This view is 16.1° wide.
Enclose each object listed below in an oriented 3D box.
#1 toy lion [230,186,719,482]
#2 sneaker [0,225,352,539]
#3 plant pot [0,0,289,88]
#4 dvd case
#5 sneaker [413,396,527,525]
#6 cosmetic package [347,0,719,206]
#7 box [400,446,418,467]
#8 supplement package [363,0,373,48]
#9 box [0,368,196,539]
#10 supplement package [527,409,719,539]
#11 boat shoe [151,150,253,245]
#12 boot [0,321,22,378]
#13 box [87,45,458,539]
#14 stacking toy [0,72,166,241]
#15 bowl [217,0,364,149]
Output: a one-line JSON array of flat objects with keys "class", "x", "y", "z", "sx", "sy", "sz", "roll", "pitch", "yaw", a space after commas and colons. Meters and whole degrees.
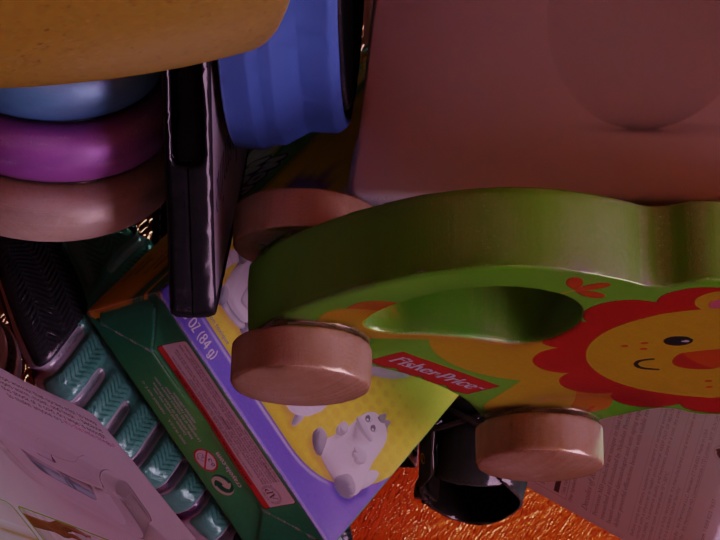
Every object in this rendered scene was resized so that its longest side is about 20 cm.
[{"class": "toy lion", "x": 0.085, "y": 0.013, "z": 0.832, "sx": 0.200, "sy": 0.191, "sz": 0.069, "roll": 20, "pitch": 63, "yaw": -43}, {"class": "sneaker", "x": -0.090, "y": 0.059, "z": 0.942, "sx": 0.200, "sy": 0.087, "sz": 0.074, "roll": 56, "pitch": 49, "yaw": -17}, {"class": "plant pot", "x": -0.122, "y": -0.124, "z": 0.602, "sx": 0.142, "sy": 0.200, "sz": 0.200, "roll": -22, "pitch": 142, "yaw": -18}, {"class": "dvd case", "x": -0.050, "y": -0.104, "z": 0.821, "sx": 0.143, "sy": 0.017, "sz": 0.200, "roll": -86, "pitch": 177, "yaw": -64}, {"class": "sneaker", "x": 0.053, "y": 0.029, "z": 1.091, "sx": 0.200, "sy": 0.075, "sz": 0.106, "roll": 67, "pitch": 30, "yaw": -57}, {"class": "cosmetic package", "x": 0.115, "y": -0.101, "z": 0.885, "sx": 0.123, "sy": 0.199, "sz": 0.201, "roll": 44, "pitch": 50, "yaw": -68}, {"class": "box", "x": -0.002, "y": 0.012, "z": 1.093, "sx": 0.200, "sy": 0.035, "sz": 0.110, "roll": 57, "pitch": 38, "yaw": -72}, {"class": "supplement package", "x": 0.117, "y": -0.145, "z": 1.083, "sx": 0.200, "sy": 0.152, "sz": 0.151, "roll": -53, "pitch": 162, "yaw": -22}, {"class": "box", "x": -0.111, "y": 0.103, "z": 0.714, "sx": 0.097, "sy": 0.176, "sz": 0.200, "roll": -48, "pitch": 148, "yaw": 7}, {"class": "supplement package", "x": 0.121, "y": 0.043, "z": 1.258, "sx": 0.114, "sy": 0.200, "sz": 0.110, "roll": -34, "pitch": 144, "yaw": -47}, {"class": "boat shoe", "x": -0.071, "y": 0.015, "z": 0.996, "sx": 0.075, "sy": 0.062, "sz": 0.201, "roll": -57, "pitch": 149, "yaw": -61}, {"class": "boot", "x": -0.176, "y": -0.001, "z": 0.757, "sx": 0.186, "sy": 0.064, "sz": 0.200, "roll": -40, "pitch": 145, "yaw": -38}, {"class": "box", "x": 0.000, "y": 0.000, "z": 0.948, "sx": 0.117, "sy": 0.048, "sz": 0.200, "roll": 57, "pitch": 48, "yaw": -17}, {"class": "stacking toy", "x": -0.095, "y": -0.113, "z": 0.793, "sx": 0.085, "sy": 0.085, "sz": 0.200, "roll": -35, "pitch": 139, "yaw": -48}, {"class": "bowl", "x": -0.020, "y": -0.140, "z": 0.827, "sx": 0.201, "sy": 0.039, "sz": 0.201, "roll": 1, "pitch": 90, "yaw": -88}]
